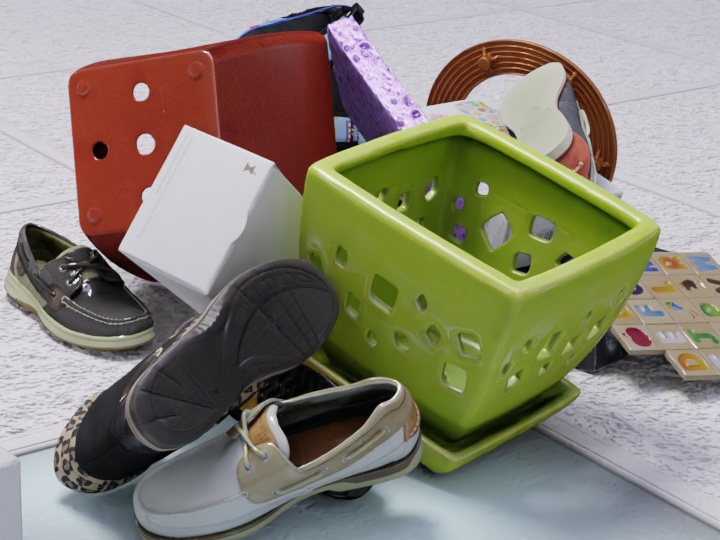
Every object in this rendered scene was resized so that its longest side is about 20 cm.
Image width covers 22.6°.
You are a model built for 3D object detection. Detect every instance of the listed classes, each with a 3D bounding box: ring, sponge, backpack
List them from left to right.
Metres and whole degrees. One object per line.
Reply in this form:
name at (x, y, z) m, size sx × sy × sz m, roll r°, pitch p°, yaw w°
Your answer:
backpack at (-0.080, -0.170, 1.870) m, size 0.199 × 0.185 × 0.134 m, roll -21°, pitch 6°, yaw -41°
sponge at (0.031, -0.118, 1.543) m, size 0.030 × 0.112 × 0.201 m, roll -25°, pitch 53°, yaw -10°
ring at (0.151, -0.126, 1.739) m, size 0.198 × 0.203 × 0.019 m, roll 11°, pitch 31°, yaw 24°

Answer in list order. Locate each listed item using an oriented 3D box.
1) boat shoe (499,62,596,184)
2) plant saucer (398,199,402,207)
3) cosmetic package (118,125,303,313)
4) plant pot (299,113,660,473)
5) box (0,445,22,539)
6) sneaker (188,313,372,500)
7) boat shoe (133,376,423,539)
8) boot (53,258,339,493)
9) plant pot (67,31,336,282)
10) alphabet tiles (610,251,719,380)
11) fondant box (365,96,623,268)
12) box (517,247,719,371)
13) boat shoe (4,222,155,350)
boat shoe at (0.172, -0.123, 1.606) m, size 0.071 × 0.063 × 0.201 m, roll -35°, pitch 24°, yaw 15°
plant saucer at (-0.002, -0.077, 1.737) m, size 0.197 × 0.037 × 0.200 m, roll -2°, pitch 5°, yaw -22°
cosmetic package at (-0.087, -0.015, 1.342) m, size 0.084 × 0.108 × 0.200 m, roll 25°, pitch -10°, yaw 23°
plant pot at (0.070, 0.022, 1.314) m, size 0.198 × 0.183 × 0.199 m, roll 33°, pitch 32°, yaw 28°
box at (-0.315, 0.146, 1.087) m, size 0.151 × 0.108 × 0.199 m, roll -13°, pitch 24°, yaw -36°
sneaker at (-0.047, 0.100, 1.297) m, size 0.199 × 0.070 × 0.090 m, roll 34°, pitch 1°, yaw 33°
boat shoe at (-0.057, 0.117, 1.173) m, size 0.198 × 0.069 × 0.075 m, roll -20°, pitch 50°, yaw -8°
boot at (-0.114, 0.075, 1.227) m, size 0.150 × 0.073 × 0.200 m, roll -34°, pitch 7°, yaw 47°
plant pot at (-0.141, -0.100, 1.519) m, size 0.198 × 0.203 × 0.176 m, roll -6°, pitch -3°, yaw 20°
alphabet tiles at (0.279, 0.034, 1.494) m, size 0.198 × 0.006 × 0.167 m, roll 0°, pitch 37°, yaw -28°
fondant box at (0.117, -0.082, 1.632) m, size 0.143 × 0.059 × 0.200 m, roll -13°, pitch 39°, yaw -36°
box at (0.194, 0.020, 1.567) m, size 0.159 × 0.044 × 0.199 m, roll 18°, pitch 25°, yaw 38°
boat shoe at (-0.242, 0.011, 1.522) m, size 0.071 × 0.067 × 0.200 m, roll -13°, pitch 24°, yaw -35°
